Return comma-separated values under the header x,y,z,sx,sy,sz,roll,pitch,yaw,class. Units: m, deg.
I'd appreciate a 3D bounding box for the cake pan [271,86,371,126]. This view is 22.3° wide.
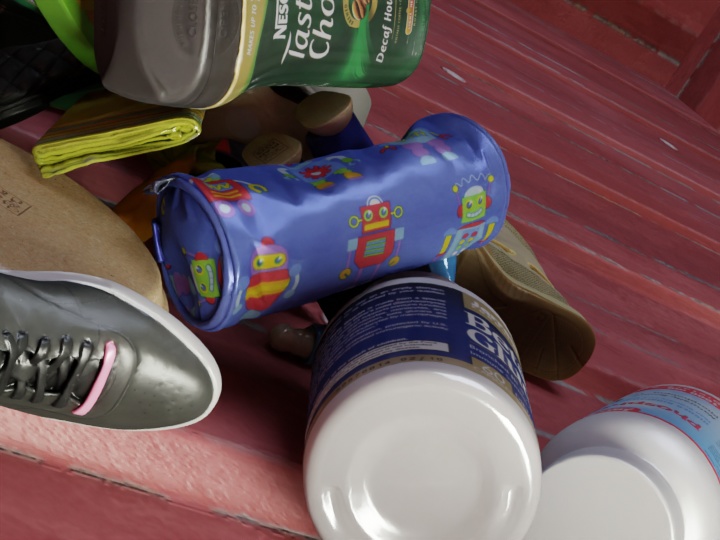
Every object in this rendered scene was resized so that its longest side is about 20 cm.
x,y,z,sx,sy,sz,roll,pitch,yaw,class
-0.073,-0.145,1.230,0.200,0.037,0.200,34,-9,6,cake pan

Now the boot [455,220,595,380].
x,y,z,sx,sy,sz,roll,pitch,yaw,class
0.069,-0.011,1.318,0.200,0.073,0.156,29,16,-21,boot

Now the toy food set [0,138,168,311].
x,y,z,sx,sy,sz,roll,pitch,yaw,class
-0.182,-0.017,0.875,0.198,0.049,0.200,28,16,-17,toy food set

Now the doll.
x,y,z,sx,sy,sz,roll,pitch,yaw,class
0.000,0.000,1.055,0.048,0.136,0.200,24,-31,53,doll

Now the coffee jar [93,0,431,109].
x,y,z,sx,sy,sz,roll,pitch,yaw,class
-0.051,-0.142,0.962,0.085,0.105,0.200,16,19,37,coffee jar

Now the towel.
x,y,z,sx,sy,sz,roll,pitch,yaw,class
-0.123,-0.085,1.003,0.086,0.018,0.200,-10,14,2,towel

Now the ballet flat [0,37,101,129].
x,y,z,sx,sy,sz,roll,pitch,yaw,class
-0.154,-0.140,1.071,0.057,0.200,0.066,65,-9,-1,ballet flat

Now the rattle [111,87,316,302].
x,y,z,sx,sy,sz,roll,pitch,yaw,class
-0.049,-0.003,1.074,0.200,0.130,0.143,55,17,-24,rattle

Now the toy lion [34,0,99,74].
x,y,z,sx,sy,sz,roll,pitch,yaw,class
-0.087,-0.179,1.016,0.069,0.200,0.192,15,-31,41,toy lion

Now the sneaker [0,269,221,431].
x,y,z,sx,sy,sz,roll,pitch,yaw,class
-0.148,0.039,0.738,0.200,0.071,0.099,21,20,-18,sneaker

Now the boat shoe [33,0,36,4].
x,y,z,sx,sy,sz,roll,pitch,yaw,class
-0.192,-0.200,1.119,0.069,0.071,0.200,30,0,0,boat shoe

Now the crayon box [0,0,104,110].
x,y,z,sx,sy,sz,roll,pitch,yaw,class
-0.243,-0.185,1.255,0.172,0.058,0.200,13,25,-52,crayon box

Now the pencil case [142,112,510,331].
x,y,z,sx,sy,sz,roll,pitch,yaw,class
-0.018,-0.028,0.945,0.200,0.078,0.087,-16,28,-36,pencil case

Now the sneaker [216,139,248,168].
x,y,z,sx,sy,sz,roll,pitch,yaw,class
-0.027,-0.044,1.194,0.200,0.085,0.075,31,-8,22,sneaker

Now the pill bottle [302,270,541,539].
x,y,z,sx,sy,sz,roll,pitch,yaw,class
0.029,0.068,0.915,0.111,0.111,0.200,30,15,-9,pill bottle

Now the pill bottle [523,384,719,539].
x,y,z,sx,sy,sz,roll,pitch,yaw,class
0.151,0.125,0.990,0.109,0.109,0.200,37,15,16,pill bottle
